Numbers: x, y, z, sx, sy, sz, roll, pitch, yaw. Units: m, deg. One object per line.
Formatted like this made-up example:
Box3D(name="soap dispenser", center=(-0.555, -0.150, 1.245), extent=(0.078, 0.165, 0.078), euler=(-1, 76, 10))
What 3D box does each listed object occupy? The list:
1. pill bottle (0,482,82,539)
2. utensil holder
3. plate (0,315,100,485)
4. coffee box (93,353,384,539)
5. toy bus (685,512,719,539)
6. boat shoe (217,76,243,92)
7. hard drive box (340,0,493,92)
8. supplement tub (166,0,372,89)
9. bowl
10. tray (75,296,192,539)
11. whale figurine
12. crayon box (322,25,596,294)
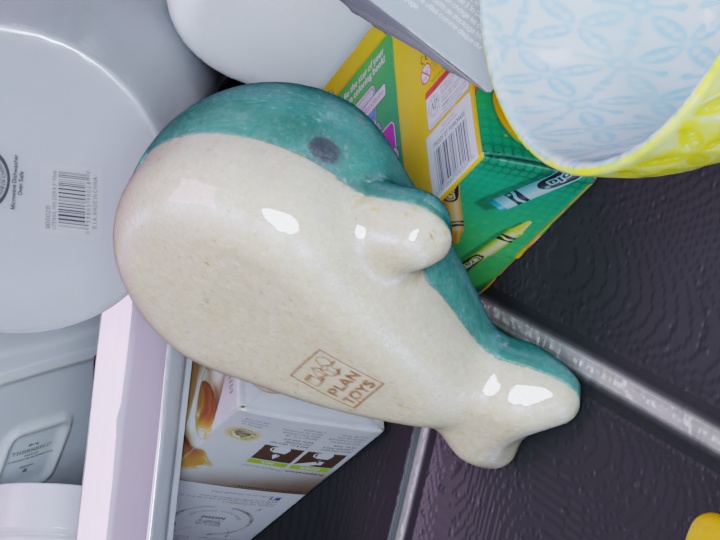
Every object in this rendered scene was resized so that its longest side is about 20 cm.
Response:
Box3D(name="pill bottle", center=(-0.178, 0.228, 1.299), extent=(0.113, 0.113, 0.201), euler=(156, 120, -62))
Box3D(name="utensil holder", center=(-0.156, -0.087, 1.088), extent=(0.200, 0.169, 0.170), euler=(-81, 13, -60))
Box3D(name="plate", center=(-0.206, 0.104, 1.353), extent=(0.032, 0.199, 0.200), euler=(39, 123, 26))
Box3D(name="coffee box", center=(-0.068, 0.062, 1.154), extent=(0.200, 0.079, 0.115), euler=(135, 138, -53))
Box3D(name="toy bus", center=(0.125, 0.179, 0.683), extent=(0.065, 0.078, 0.201), euler=(-167, 87, -67))
Box3D(name="boat shoe", center=(-0.057, -0.075, 1.208), extent=(0.201, 0.063, 0.074), euler=(130, 141, -51))
Box3D(name="hard drive box", center=(0.055, -0.187, 0.890), extent=(0.200, 0.077, 0.156), euler=(-54, 28, 2))
Box3D(name="supplement tub", center=(-0.024, -0.201, 1.072), extent=(0.145, 0.145, 0.201), euler=(132, 140, -50))
Box3D(name="bowl", center=(0.131, -0.122, 0.743), extent=(0.200, 0.107, 0.201), euler=(-36, 49, 57))
Box3D(name="tray", center=(-0.108, 0.072, 1.112), extent=(0.107, 0.022, 0.201), euler=(166, 111, -65))
Box3D(name="whale figurine", center=(0.000, 0.000, 0.920), extent=(0.159, 0.200, 0.104), euler=(-46, 16, 54))
Box3D(name="crayon box", center=(0.027, -0.048, 1.009), extent=(0.200, 0.058, 0.119), euler=(133, 140, -51))
